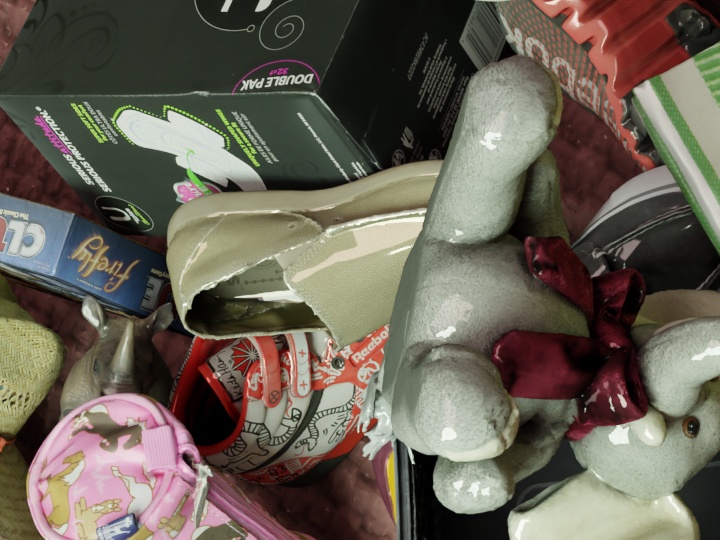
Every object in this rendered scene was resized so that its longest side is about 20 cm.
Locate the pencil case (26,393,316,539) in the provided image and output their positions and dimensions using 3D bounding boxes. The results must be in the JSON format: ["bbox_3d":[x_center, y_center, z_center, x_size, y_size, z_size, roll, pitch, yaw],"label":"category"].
[{"bbox_3d":[-0.073,0.134,1.401,0.083,0.200,0.086,-50,49,-4],"label":"pencil case"}]

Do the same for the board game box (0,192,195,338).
[{"bbox_3d":[-0.189,-0.017,1.540,0.200,0.135,0.035,15,83,35],"label":"board game box"}]

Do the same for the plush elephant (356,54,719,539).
[{"bbox_3d":[0.091,0.040,1.185,0.155,0.200,0.165,13,62,-6],"label":"plush elephant"}]

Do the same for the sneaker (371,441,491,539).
[{"bbox_3d":[0.059,0.134,1.374,0.075,0.090,0.200,-51,59,17],"label":"sneaker"}]

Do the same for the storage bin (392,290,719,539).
[{"bbox_3d":[0.120,0.095,1.282,0.200,0.094,0.135,-8,58,9],"label":"storage bin"}]

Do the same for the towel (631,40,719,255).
[{"bbox_3d":[0.235,-0.060,1.254,0.200,0.023,0.153,-28,81,-7],"label":"towel"}]

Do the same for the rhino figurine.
[{"bbox_3d":[-0.122,0.072,1.464,0.060,0.200,0.088,9,61,-1],"label":"rhino figurine"}]

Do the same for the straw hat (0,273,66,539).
[{"bbox_3d":[-0.200,0.046,1.510,0.085,0.201,0.201,-45,60,6],"label":"straw hat"}]

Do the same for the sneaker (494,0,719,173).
[{"bbox_3d":[0.123,-0.105,1.384,0.071,0.098,0.201,-35,86,-13],"label":"sneaker"}]

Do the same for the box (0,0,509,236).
[{"bbox_3d":[-0.050,-0.106,1.441,0.200,0.124,0.149,2,56,34],"label":"box"}]

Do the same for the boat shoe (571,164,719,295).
[{"bbox_3d":[0.102,0.021,1.353,0.200,0.070,0.066,-30,23,32],"label":"boat shoe"}]

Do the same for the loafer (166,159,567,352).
[{"bbox_3d":[0.000,0.000,1.357,0.200,0.076,0.068,-7,51,25],"label":"loafer"}]

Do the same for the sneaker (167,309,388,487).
[{"bbox_3d":[-0.009,0.028,1.427,0.201,0.108,0.067,-47,60,19],"label":"sneaker"}]
